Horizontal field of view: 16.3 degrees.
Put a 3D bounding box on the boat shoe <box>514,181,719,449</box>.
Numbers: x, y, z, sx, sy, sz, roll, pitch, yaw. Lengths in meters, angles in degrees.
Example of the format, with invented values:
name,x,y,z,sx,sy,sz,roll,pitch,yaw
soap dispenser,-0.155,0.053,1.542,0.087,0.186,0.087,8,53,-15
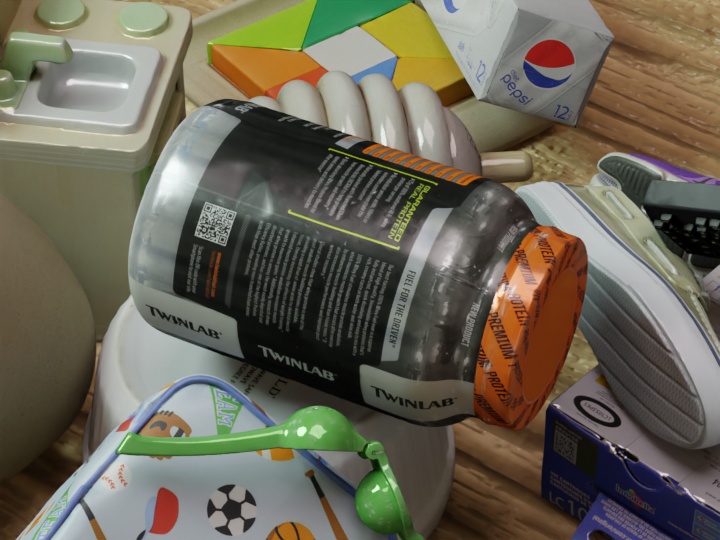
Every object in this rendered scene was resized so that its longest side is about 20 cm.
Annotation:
name,x,y,z,sx,sy,sz,roll,pitch,yaw
boat shoe,0.145,0.012,1.286,0.062,0.072,0.200,-14,43,-21

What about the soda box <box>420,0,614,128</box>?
name,x,y,z,sx,sy,sz,roll,pitch,yaw
soda box,0.088,-0.164,1.539,0.068,0.064,0.200,14,25,-19

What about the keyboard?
name,x,y,z,sx,sy,sz,roll,pitch,yaw
keyboard,0.222,-0.010,1.227,0.200,0.104,0.040,7,66,40

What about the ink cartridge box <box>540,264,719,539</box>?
name,x,y,z,sx,sy,sz,roll,pitch,yaw
ink cartridge box,0.187,0.090,1.305,0.136,0.076,0.200,32,51,31

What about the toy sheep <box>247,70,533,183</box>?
name,x,y,z,sx,sy,sz,roll,pitch,yaw
toy sheep,-0.003,-0.047,1.408,0.200,0.138,0.138,-9,44,-10

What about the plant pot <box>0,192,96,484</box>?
name,x,y,z,sx,sy,sz,roll,pitch,yaw
plant pot,-0.217,0.038,1.304,0.134,0.200,0.200,12,29,-43

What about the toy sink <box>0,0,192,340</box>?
name,x,y,z,sx,sy,sz,roll,pitch,yaw
toy sink,-0.157,-0.077,1.394,0.112,0.200,0.130,6,43,6

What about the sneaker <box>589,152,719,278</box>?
name,x,y,z,sx,sy,sz,roll,pitch,yaw
sneaker,0.224,-0.013,1.432,0.200,0.081,0.083,25,35,12

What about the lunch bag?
name,x,y,z,sx,sy,sz,roll,pitch,yaw
lunch bag,-0.085,0.161,1.172,0.160,0.076,0.200,41,74,-6

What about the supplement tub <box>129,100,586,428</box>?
name,x,y,z,sx,sy,sz,roll,pitch,yaw
supplement tub,0.000,0.000,1.220,0.200,0.123,0.123,19,46,19

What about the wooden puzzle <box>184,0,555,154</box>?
name,x,y,z,sx,sy,sz,roll,pitch,yaw
wooden puzzle,-0.003,-0.124,1.562,0.185,0.037,0.200,-26,49,-25

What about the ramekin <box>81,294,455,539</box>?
name,x,y,z,sx,sy,sz,roll,pitch,yaw
ramekin,-0.049,0.069,1.314,0.202,0.094,0.203,0,43,0

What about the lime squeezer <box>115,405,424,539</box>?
name,x,y,z,sx,sy,sz,roll,pitch,yaw
lime squeezer,-0.008,0.107,1.146,0.200,0.038,0.071,35,64,-10
